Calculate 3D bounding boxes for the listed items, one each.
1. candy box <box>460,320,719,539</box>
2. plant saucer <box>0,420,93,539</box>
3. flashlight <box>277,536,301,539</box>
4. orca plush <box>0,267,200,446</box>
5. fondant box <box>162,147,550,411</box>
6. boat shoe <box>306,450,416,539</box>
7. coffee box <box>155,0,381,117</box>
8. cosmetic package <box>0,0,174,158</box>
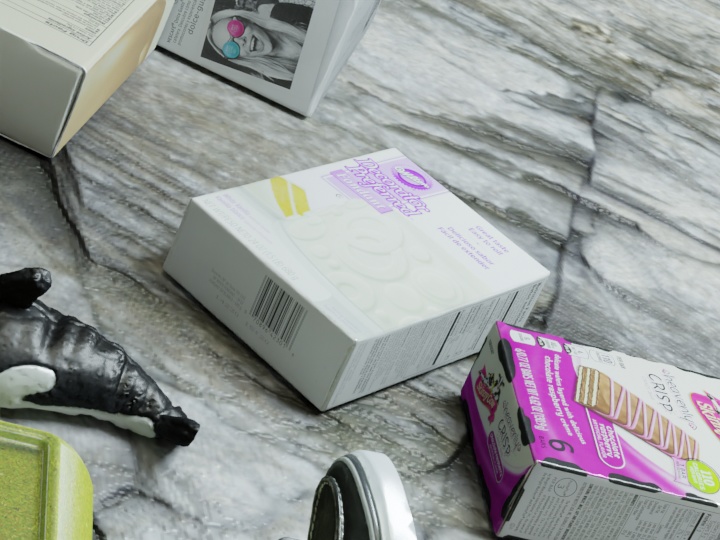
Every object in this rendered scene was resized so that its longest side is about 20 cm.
[{"bbox_3d":[0.169,0.112,1.259,0.200,0.061,0.136,15,31,-18],"label":"candy box"},{"bbox_3d":[-0.213,0.120,0.984,0.200,0.048,0.200,15,32,-16],"label":"plant saucer"},{"bbox_3d":[0.045,0.187,1.055,0.200,0.068,0.068,20,50,-18],"label":"flashlight"},{"bbox_3d":[-0.173,0.037,1.118,0.200,0.071,0.105,25,30,0],"label":"orca plush"},{"bbox_3d":[0.000,0.000,1.315,0.144,0.058,0.200,40,32,25],"label":"fondant box"},{"bbox_3d":[-0.017,0.173,0.950,0.071,0.072,0.200,9,65,-17],"label":"boat shoe"},{"bbox_3d":[-0.066,-0.269,1.545,0.197,0.200,0.200,25,30,1],"label":"coffee box"},{"bbox_3d":[-0.199,-0.160,1.406,0.105,0.071,0.200,27,30,3],"label":"cosmetic package"}]
